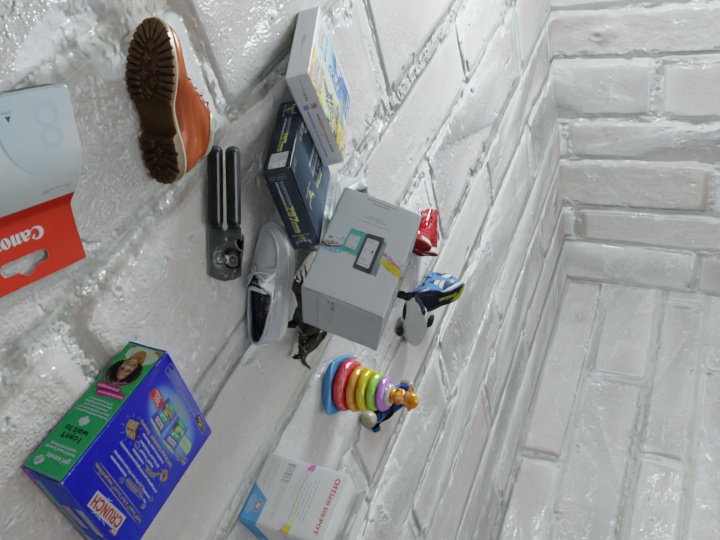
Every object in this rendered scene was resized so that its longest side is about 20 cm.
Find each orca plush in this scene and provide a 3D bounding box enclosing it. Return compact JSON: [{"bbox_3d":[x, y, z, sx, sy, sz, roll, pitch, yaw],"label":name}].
[{"bbox_3d":[0.118,0.104,1.697,0.104,0.072,0.201,-33,137,2],"label":"orca plush"}]

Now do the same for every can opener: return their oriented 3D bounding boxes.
[{"bbox_3d":[-0.204,-0.085,1.024,0.067,0.052,0.205,-112,-157,-79],"label":"can opener"}]

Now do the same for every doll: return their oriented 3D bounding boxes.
[{"bbox_3d":[0.060,0.322,1.618,0.199,0.048,0.140,-21,124,-53],"label":"doll"}]

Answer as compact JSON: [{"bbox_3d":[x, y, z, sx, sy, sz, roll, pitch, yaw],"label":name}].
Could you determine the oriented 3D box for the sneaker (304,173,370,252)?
[{"bbox_3d":[-0.048,-0.112,1.276,0.202,0.079,0.071,-60,146,-36],"label":"sneaker"}]

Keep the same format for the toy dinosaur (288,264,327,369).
[{"bbox_3d":[-0.090,0.104,1.246,0.102,0.076,0.203,-43,131,-36],"label":"toy dinosaur"}]

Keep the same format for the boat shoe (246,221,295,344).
[{"bbox_3d":[-0.158,0.024,1.113,0.068,0.071,0.205,-17,120,-60],"label":"boat shoe"}]

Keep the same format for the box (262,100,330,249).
[{"bbox_3d":[-0.101,-0.162,1.123,0.202,0.050,0.160,-84,162,-46],"label":"box"}]

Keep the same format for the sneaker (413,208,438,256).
[{"bbox_3d":[0.150,-0.105,1.691,0.200,0.076,0.119,33,58,-73],"label":"sneaker"}]

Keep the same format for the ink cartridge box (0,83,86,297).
[{"bbox_3d":[-0.359,-0.079,0.704,0.160,0.046,0.204,-39,128,-54],"label":"ink cartridge box"}]

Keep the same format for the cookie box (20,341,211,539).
[{"bbox_3d":[-0.298,0.227,0.863,0.201,0.074,0.174,-58,144,-41],"label":"cookie box"}]

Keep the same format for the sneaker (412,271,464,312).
[{"bbox_3d":[0.191,0.053,1.802,0.197,0.082,0.075,-10,134,-45],"label":"sneaker"}]

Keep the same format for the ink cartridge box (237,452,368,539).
[{"bbox_3d":[-0.086,0.429,1.191,0.130,0.196,0.126,-62,146,-33],"label":"ink cartridge box"}]

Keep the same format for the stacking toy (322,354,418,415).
[{"bbox_3d":[0.031,0.247,1.379,0.109,0.196,0.119,-6,101,-61],"label":"stacking toy"}]

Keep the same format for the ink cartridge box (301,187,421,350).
[{"bbox_3d":[0.000,0.000,1.149,0.147,0.143,0.203,97,14,-63],"label":"ink cartridge box"}]

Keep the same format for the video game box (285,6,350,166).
[{"bbox_3d":[-0.067,-0.317,1.163,0.184,0.046,0.203,62,24,-46],"label":"video game box"}]

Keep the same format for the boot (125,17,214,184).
[{"bbox_3d":[-0.242,-0.228,0.884,0.107,0.074,0.204,-46,144,-54],"label":"boot"}]
